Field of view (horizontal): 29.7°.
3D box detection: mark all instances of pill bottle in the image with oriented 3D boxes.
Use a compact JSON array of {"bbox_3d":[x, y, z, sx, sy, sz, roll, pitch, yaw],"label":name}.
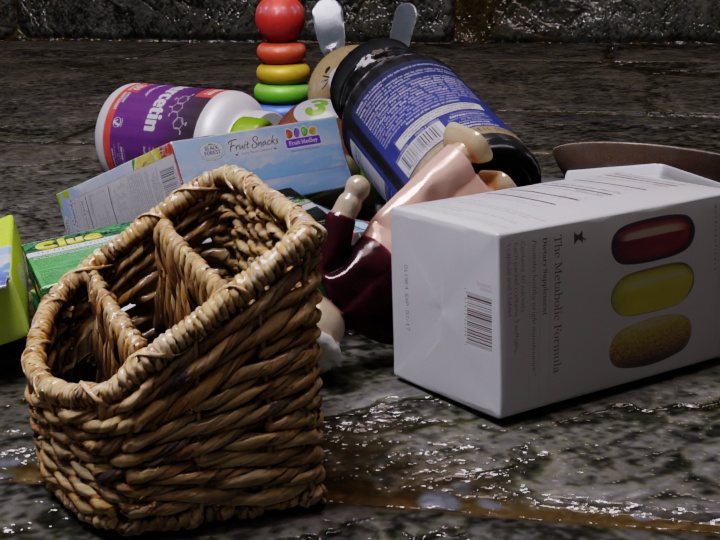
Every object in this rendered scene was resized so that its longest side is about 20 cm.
[{"bbox_3d":[0.052,-0.105,1.094,0.111,0.113,0.200,-8,39,-24],"label":"pill bottle"},{"bbox_3d":[-0.171,-0.133,1.408,0.199,0.113,0.112,9,18,33],"label":"pill bottle"}]

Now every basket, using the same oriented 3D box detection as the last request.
[{"bbox_3d":[-0.108,0.031,0.722,0.142,0.150,0.200,-6,16,-17],"label":"basket"}]

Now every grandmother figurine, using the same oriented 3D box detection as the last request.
[{"bbox_3d":[0.017,-0.002,0.884,0.200,0.122,0.061,-41,7,-18],"label":"grandmother figurine"}]

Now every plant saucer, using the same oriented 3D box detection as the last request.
[{"bbox_3d":[0.277,-0.087,1.269,0.198,0.032,0.200,9,-3,0],"label":"plant saucer"}]

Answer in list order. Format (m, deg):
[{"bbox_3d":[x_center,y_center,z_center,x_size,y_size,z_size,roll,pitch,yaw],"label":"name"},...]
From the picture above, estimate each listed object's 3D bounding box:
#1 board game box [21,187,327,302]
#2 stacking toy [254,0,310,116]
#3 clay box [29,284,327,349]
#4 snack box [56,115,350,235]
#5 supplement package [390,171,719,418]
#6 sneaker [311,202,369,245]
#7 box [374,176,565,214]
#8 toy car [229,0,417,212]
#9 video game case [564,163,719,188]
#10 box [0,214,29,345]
[{"bbox_3d":[-0.124,-0.017,0.923,0.198,0.024,0.105,-13,23,-16],"label":"board game box"},{"bbox_3d":[-0.083,-0.200,1.481,0.085,0.202,0.085,-1,14,0],"label":"stacking toy"},{"bbox_3d":[-0.113,0.012,0.943,0.199,0.048,0.115,-21,24,-34],"label":"clay box"},{"bbox_3d":[-0.134,-0.067,1.137,0.168,0.068,0.199,-14,-2,-40],"label":"snack box"},{"bbox_3d":[0.130,0.007,0.860,0.199,0.115,0.109,-11,17,-32],"label":"supplement package"},{"bbox_3d":[0.000,0.000,1.018,0.095,0.080,0.199,9,10,-40],"label":"sneaker"},{"bbox_3d":[0.133,-0.045,1.180,0.198,0.050,0.158,5,16,24],"label":"box"},{"bbox_3d":[-0.012,-0.165,1.288,0.163,0.202,0.158,9,-11,19],"label":"toy car"},{"bbox_3d":[0.276,-0.045,1.055,0.199,0.018,0.143,16,-3,-19],"label":"video game case"},{"bbox_3d":[-0.288,0.020,0.923,0.121,0.048,0.200,-19,18,-8],"label":"box"}]
